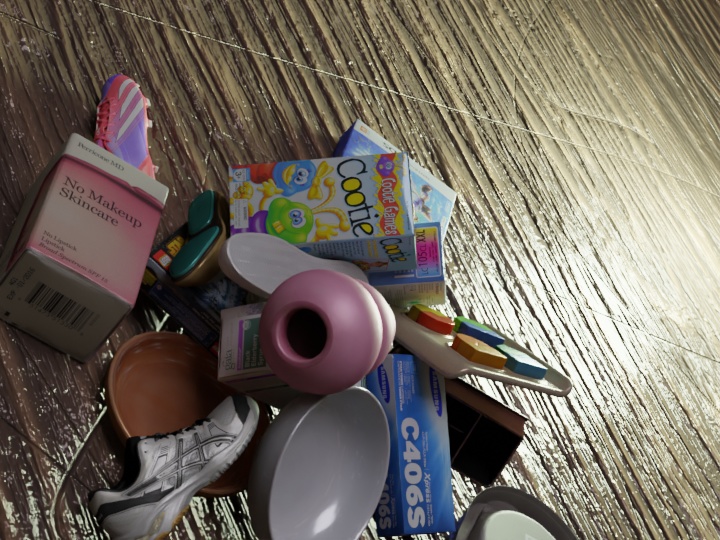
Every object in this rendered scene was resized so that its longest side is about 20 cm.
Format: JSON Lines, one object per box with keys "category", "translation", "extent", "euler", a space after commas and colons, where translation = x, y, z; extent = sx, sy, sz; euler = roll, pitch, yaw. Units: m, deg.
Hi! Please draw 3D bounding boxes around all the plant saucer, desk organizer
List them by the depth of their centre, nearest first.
{"category": "plant saucer", "translation": [-0.184, 0.155, 1.622], "extent": [0.200, 0.037, 0.200], "euler": [27, 38, -23]}
{"category": "desk organizer", "translation": [0.103, 0.178, 1.867], "extent": [0.200, 0.072, 0.077], "euler": [31, 39, -19]}

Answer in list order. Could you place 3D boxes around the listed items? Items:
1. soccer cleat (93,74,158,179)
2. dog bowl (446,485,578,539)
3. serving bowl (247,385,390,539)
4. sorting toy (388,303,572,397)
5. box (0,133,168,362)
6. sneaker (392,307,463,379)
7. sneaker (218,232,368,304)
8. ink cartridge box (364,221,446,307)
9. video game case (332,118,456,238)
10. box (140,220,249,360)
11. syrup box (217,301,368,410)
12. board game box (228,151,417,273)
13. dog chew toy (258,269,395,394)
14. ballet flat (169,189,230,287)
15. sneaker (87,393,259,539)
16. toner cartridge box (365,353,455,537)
{"category": "soccer cleat", "translation": [-0.287, -0.157, 1.819], "extent": [0.076, 0.067, 0.200], "euler": [9, 50, -34]}
{"category": "dog bowl", "translation": [0.182, 0.349, 1.781], "extent": [0.200, 0.059, 0.200], "euler": [28, 38, -24]}
{"category": "serving bowl", "translation": [-0.053, 0.209, 1.606], "extent": [0.066, 0.201, 0.200], "euler": [15, 18, 34]}
{"category": "sorting toy", "translation": [0.129, 0.086, 1.811], "extent": [0.200, 0.037, 0.185], "euler": [11, 16, -40]}
{"category": "box", "translation": [-0.296, -0.026, 1.629], "extent": [0.128, 0.109, 0.200], "euler": [30, 37, -19]}
{"category": "sneaker", "translation": [0.067, 0.055, 1.951], "extent": [0.200, 0.076, 0.114], "euler": [42, 37, 1]}
{"category": "sneaker", "translation": [-0.098, 0.020, 1.673], "extent": [0.200, 0.115, 0.074], "euler": [19, 59, -42]}
{"category": "ink cartridge box", "translation": [0.000, 0.000, 1.827], "extent": [0.136, 0.199, 0.077], "euler": [77, 8, -77]}
{"category": "video game case", "translation": [0.035, -0.093, 2.101], "extent": [0.181, 0.045, 0.200], "euler": [35, 36, -12]}
{"category": "box", "translation": [-0.168, 0.011, 1.753], "extent": [0.137, 0.040, 0.200], "euler": [44, 23, -2]}
{"category": "syrup box", "translation": [-0.070, 0.103, 1.680], "extent": [0.200, 0.081, 0.079], "euler": [36, 50, -56]}
{"category": "board game box", "translation": [-0.040, -0.059, 1.721], "extent": [0.199, 0.105, 0.103], "euler": [-4, 69, 2]}
{"category": "dog chew toy", "translation": [-0.022, 0.060, 1.575], "extent": [0.125, 0.124, 0.200], "euler": [53, 17, 12]}
{"category": "ballet flat", "translation": [-0.161, -0.025, 1.695], "extent": [0.063, 0.069, 0.200], "euler": [51, 20, -22]}
{"category": "sneaker", "translation": [-0.181, 0.180, 1.502], "extent": [0.088, 0.076, 0.200], "euler": [46, 61, -9]}
{"category": "toner cartridge box", "translation": [0.056, 0.197, 1.743], "extent": [0.095, 0.043, 0.201], "euler": [7, 75, -50]}
